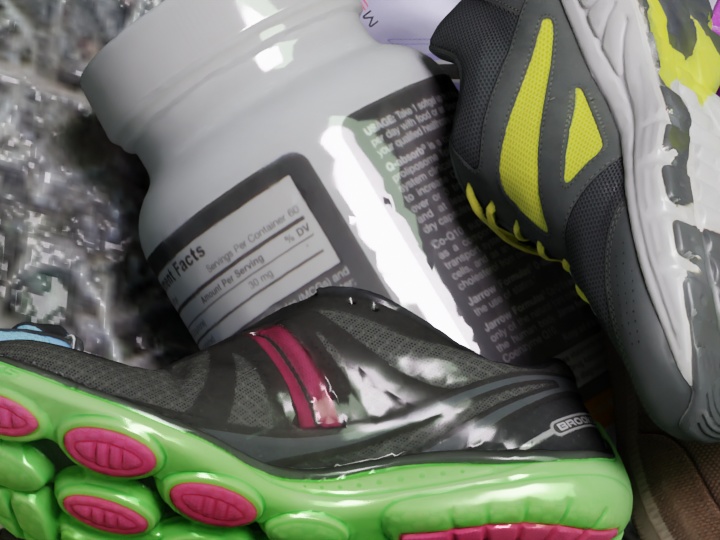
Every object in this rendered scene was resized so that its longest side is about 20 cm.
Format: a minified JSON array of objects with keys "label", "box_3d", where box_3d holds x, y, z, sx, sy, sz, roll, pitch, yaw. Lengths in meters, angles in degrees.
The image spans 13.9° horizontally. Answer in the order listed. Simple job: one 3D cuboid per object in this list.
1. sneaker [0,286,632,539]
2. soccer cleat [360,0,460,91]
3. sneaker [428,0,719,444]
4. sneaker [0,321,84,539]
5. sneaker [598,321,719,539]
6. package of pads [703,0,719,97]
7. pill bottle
[{"label":"sneaker","box_3d":[-0.022,0.048,0.843,0.200,0.077,0.084,9,45,-17]},{"label":"soccer cleat","box_3d":[0.028,-0.079,1.032,0.076,0.067,0.200,-39,88,3]},{"label":"sneaker","box_3d":[0.074,-0.023,0.873,0.074,0.085,0.200,29,37,-37]},{"label":"sneaker","box_3d":[-0.091,0.057,0.892,0.200,0.078,0.090,34,52,-13]},{"label":"sneaker","box_3d":[0.118,0.032,0.877,0.070,0.076,0.200,14,40,-30]},{"label":"package of pads","box_3d":[0.161,-0.062,0.995,0.200,0.120,0.076,35,42,-49]},{"label":"pill bottle","box_3d":[0.000,0.000,0.946,0.116,0.116,0.200,-27,84,-37]}]
